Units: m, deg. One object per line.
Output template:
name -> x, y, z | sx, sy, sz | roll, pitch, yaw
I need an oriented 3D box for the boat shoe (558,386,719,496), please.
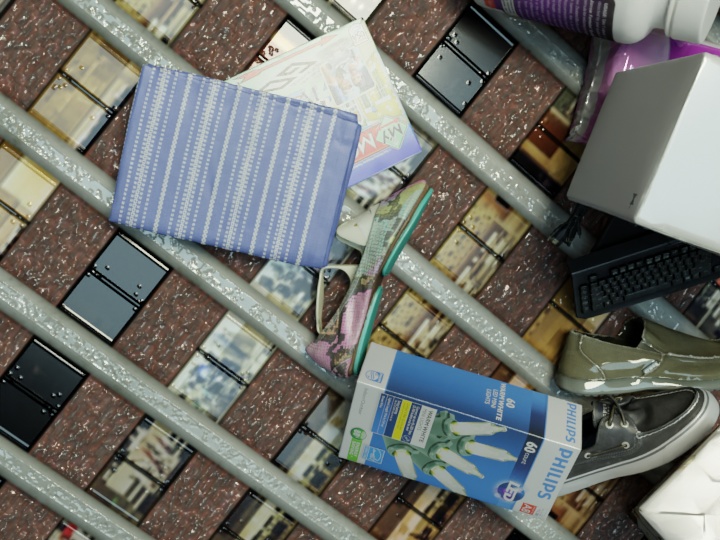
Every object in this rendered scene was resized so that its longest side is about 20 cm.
boat shoe -> 0.235, 0.152, 0.788 | 0.200, 0.070, 0.066 | -30, 112, 31

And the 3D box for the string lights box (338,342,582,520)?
string lights box -> 0.089, 0.146, 0.754 | 0.199, 0.059, 0.103 | 16, 126, 5

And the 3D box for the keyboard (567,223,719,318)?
keyboard -> 0.294, -0.024, 0.777 | 0.199, 0.021, 0.127 | -19, 128, 3

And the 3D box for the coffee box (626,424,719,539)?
coffee box -> 0.320, 0.217, 0.771 | 0.114, 0.200, 0.080 | -43, 67, -2

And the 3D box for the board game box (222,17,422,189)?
board game box -> -0.060, -0.127, 0.758 | 0.200, 0.029, 0.135 | -27, 99, -5

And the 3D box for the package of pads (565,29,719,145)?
package of pads -> 0.307, -0.160, 0.790 | 0.199, 0.076, 0.121 | 11, 99, -10

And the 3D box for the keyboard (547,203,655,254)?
keyboard -> 0.254, -0.063, 0.777 | 0.127, 0.021, 0.200 | 12, 122, -17

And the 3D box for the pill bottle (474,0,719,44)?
pill bottle -> 0.203, -0.258, 0.700 | 0.200, 0.111, 0.112 | 23, 93, 23

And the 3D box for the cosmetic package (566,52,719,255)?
cosmetic package -> 0.290, -0.070, 0.627 | 0.199, 0.199, 0.123 | 18, 100, -3

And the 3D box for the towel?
towel -> -0.108, -0.090, 0.732 | 0.199, 0.024, 0.145 | 13, 97, -9

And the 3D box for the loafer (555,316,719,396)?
loafer -> 0.292, 0.082, 0.816 | 0.199, 0.075, 0.070 | -4, 95, -8

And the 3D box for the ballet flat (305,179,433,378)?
ballet flat -> 0.000, 0.000, 0.769 | 0.071, 0.069, 0.201 | 23, 93, 8
